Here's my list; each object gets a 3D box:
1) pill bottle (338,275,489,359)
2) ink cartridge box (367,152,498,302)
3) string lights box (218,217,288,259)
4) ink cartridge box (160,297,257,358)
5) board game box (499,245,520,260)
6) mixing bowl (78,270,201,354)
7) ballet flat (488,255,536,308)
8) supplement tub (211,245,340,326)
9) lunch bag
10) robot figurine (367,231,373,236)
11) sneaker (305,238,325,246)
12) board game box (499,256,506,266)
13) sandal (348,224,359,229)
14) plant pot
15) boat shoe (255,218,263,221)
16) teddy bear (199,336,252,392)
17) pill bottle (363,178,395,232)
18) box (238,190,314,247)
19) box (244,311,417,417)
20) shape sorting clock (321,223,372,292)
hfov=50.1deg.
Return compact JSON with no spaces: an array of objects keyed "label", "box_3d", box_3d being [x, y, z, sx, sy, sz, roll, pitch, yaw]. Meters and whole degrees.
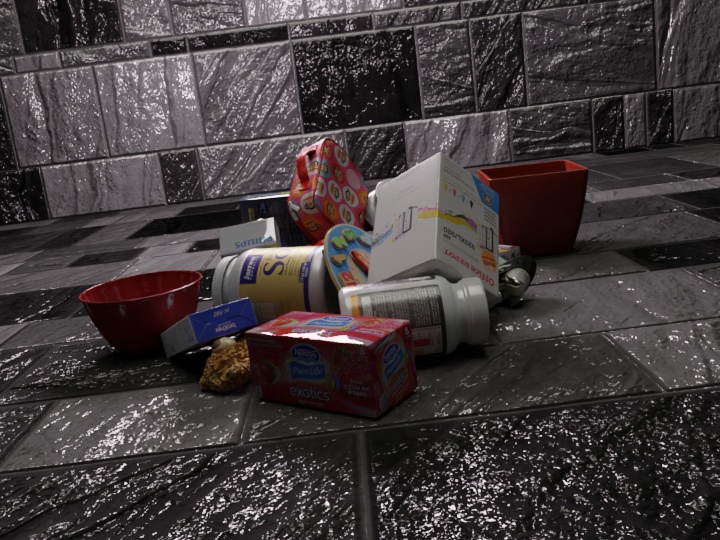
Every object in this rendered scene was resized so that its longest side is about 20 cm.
[{"label":"pill bottle","box_3d":[0.073,0.068,1.081,0.200,0.116,0.116,-7,13,-2]},{"label":"ink cartridge box","box_3d":[0.118,-0.045,1.202,0.147,0.200,0.145,30,-38,-33]},{"label":"string lights box","box_3d":[-0.178,-0.011,1.408,0.103,0.059,0.200,-11,-30,4]},{"label":"ink cartridge box","box_3d":[-0.233,0.090,1.161,0.094,0.044,0.200,-16,-4,-27]},{"label":"board game box","box_3d":[0.212,-0.027,1.596,0.200,0.035,0.126,6,18,44]},{"label":"mixing bowl","box_3d":[-0.359,0.075,1.293,0.200,0.108,0.200,-7,12,1]},{"label":"ballet flat","box_3d":[0.227,0.035,1.276,0.200,0.068,0.068,-23,28,-20]},{"label":"supplement tub","box_3d":[-0.127,0.033,1.269,0.200,0.146,0.145,-2,14,20]},{"label":"lunch bag","box_3d":[-0.065,-0.149,1.453,0.082,0.176,0.200,-18,42,29]},{"label":"robot figurine","box_3d":[0.060,-0.019,1.469,0.200,0.113,0.170,0,-6,28]},{"label":"sneaker","box_3d":[-0.084,-0.014,1.400,0.077,0.085,0.200,-10,-23,-18]},{"label":"board game box","box_3d":[0.182,-0.038,1.398,0.200,0.034,0.134,35,18,2]},{"label":"sandal","box_3d":[0.000,0.000,1.339,0.080,0.200,0.054,-35,52,-10]},{"label":"plant pot","box_3d":[0.368,-0.130,1.648,0.200,0.176,0.200,-5,13,3]},{"label":"boat shoe","box_3d":[-0.232,-0.016,1.504,0.071,0.063,0.200,6,-43,-45]},{"label":"teddy bear","box_3d":[-0.150,0.112,1.118,0.200,0.067,0.145,-16,13,-36]},{"label":"pill bottle","box_3d":[0.053,-0.092,1.573,0.112,0.200,0.113,4,53,-6]},{"label":"box","box_3d":[-0.151,-0.058,1.557,0.158,0.200,0.051,-5,16,9]},{"label":"box","box_3d":[-0.039,0.114,0.982,0.200,0.096,0.100,2,16,36]},{"label":"shape sorting clock","box_3d":[0.018,0.011,1.218,0.039,0.200,0.200,-36,-5,33]}]
